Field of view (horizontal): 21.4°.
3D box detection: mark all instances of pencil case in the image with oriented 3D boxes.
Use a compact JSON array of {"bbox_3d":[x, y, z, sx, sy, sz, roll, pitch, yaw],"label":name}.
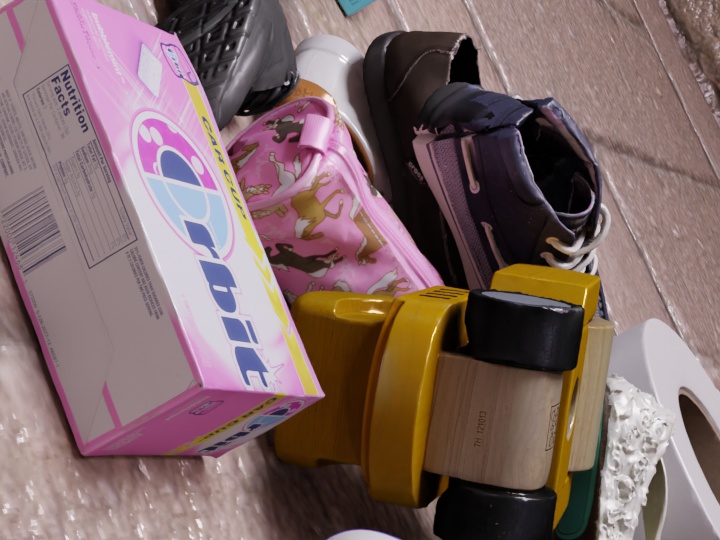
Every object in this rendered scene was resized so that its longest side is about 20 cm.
[{"bbox_3d":[0.000,0.000,1.027,0.200,0.086,0.083,51,6,-32],"label":"pencil case"}]

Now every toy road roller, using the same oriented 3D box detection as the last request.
[{"bbox_3d":[0.042,0.058,0.959,0.200,0.144,0.124,-11,110,-74],"label":"toy road roller"}]

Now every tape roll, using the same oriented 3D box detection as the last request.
[{"bbox_3d":[0.165,0.150,1.182,0.203,0.138,0.204,52,20,-28],"label":"tape roll"}]

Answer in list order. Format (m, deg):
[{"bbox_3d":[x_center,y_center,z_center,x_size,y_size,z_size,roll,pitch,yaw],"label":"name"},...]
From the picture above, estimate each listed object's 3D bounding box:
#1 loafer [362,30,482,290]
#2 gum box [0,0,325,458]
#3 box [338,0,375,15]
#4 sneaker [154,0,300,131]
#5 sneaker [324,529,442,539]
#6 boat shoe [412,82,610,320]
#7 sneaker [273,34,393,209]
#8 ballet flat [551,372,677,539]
[{"bbox_3d":[0.059,-0.047,1.113,0.073,0.071,0.202,-23,97,-52],"label":"loafer"},{"bbox_3d":[-0.101,-0.023,0.831,0.113,0.066,0.202,12,52,-65],"label":"gum box"},{"bbox_3d":[-0.033,-0.292,1.406,0.201,0.049,0.082,59,19,-12],"label":"box"},{"bbox_3d":[-0.068,-0.119,1.050,0.091,0.075,0.201,60,20,-27],"label":"sneaker"},{"bbox_3d":[0.033,0.165,0.934,0.200,0.080,0.147,44,12,-26],"label":"sneaker"},{"bbox_3d":[0.104,-0.011,1.056,0.092,0.075,0.201,10,-44,58],"label":"boat shoe"},{"bbox_3d":[0.007,-0.040,1.163,0.200,0.072,0.085,52,40,-25],"label":"sneaker"},{"bbox_3d":[0.133,0.158,1.043,0.072,0.071,0.202,29,74,-58],"label":"ballet flat"}]
